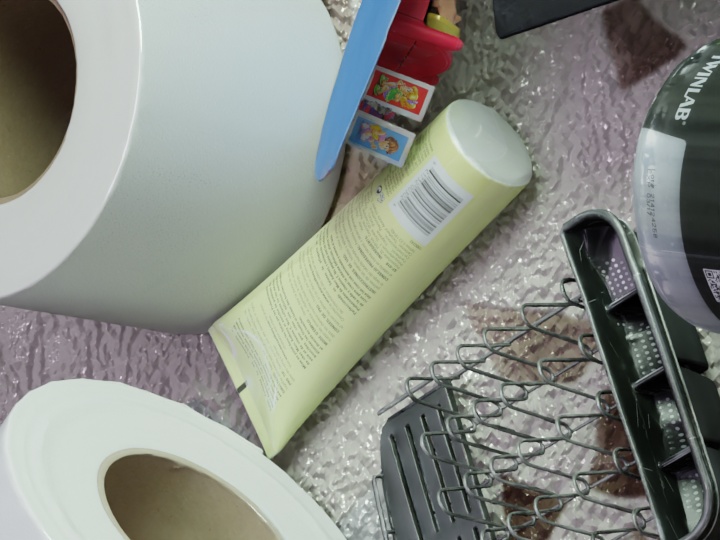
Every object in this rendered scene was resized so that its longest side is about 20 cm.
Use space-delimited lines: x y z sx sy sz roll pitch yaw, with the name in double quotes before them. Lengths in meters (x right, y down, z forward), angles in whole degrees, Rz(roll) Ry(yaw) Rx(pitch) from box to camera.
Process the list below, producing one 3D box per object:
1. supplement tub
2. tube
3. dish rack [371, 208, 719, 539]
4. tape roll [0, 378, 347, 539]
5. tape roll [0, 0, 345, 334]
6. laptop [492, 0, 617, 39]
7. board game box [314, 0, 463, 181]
"supplement tub" 0.213 -0.026 1.141 0.200 0.122 0.123 8 88 45
"tube" 0.000 0.000 1.401 0.200 0.052 0.058 -45 17 32
"dish rack" 0.075 0.085 1.303 0.200 0.054 0.154 -35 59 35
"tape roll" -0.090 0.140 1.352 0.071 0.202 0.203 -55 50 23
"tape roll" -0.123 -0.075 1.468 0.202 0.139 0.203 -11 74 43
"laptop" 0.142 -0.209 1.252 0.177 0.200 0.103 -14 115 50
"board game box" 0.032 -0.130 1.361 0.158 0.039 0.200 -83 15 -63
